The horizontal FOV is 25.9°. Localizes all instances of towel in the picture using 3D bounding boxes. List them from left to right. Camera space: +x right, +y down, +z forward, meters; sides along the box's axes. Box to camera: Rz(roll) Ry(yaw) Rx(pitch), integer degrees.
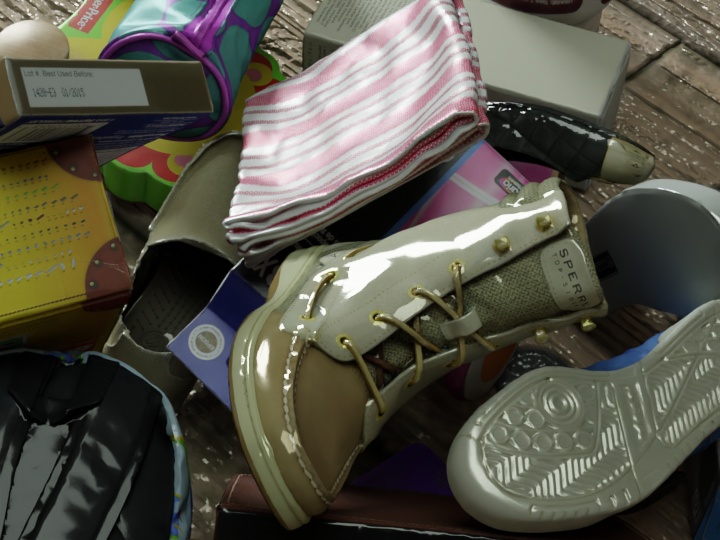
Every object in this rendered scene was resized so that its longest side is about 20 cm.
[{"bbox_3d":[-0.004,-0.088,0.835,0.145,0.030,0.201,-28,26,14],"label":"towel"}]

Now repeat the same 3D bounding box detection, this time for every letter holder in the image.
[{"bbox_3d":[0.029,0.159,0.734,0.197,0.142,0.102,6,90,-2],"label":"letter holder"}]

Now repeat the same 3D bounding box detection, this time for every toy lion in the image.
[{"bbox_3d":[-0.123,-0.126,1.007,0.190,0.069,0.201,21,50,6],"label":"toy lion"}]

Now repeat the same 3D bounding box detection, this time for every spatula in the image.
[{"bbox_3d":[0.077,0.096,0.839,0.199,0.021,0.057,-27,67,-27],"label":"spatula"}]

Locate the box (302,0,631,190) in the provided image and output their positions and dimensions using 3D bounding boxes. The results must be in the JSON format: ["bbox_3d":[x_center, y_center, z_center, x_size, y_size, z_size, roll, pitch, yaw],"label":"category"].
[{"bbox_3d":[0.066,-0.125,1.006,0.198,0.069,0.083,19,50,13],"label":"box"}]

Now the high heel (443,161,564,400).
[{"bbox_3d":[0.053,-0.009,0.905,0.095,0.068,0.201,10,51,15],"label":"high heel"}]

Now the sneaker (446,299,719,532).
[{"bbox_3d":[0.105,0.086,0.745,0.199,0.111,0.077,-25,72,-36],"label":"sneaker"}]

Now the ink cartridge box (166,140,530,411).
[{"bbox_3d":[0.000,0.000,0.825,0.095,0.037,0.200,43,72,5],"label":"ink cartridge box"}]

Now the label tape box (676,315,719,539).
[{"bbox_3d":[0.251,0.055,0.858,0.142,0.064,0.202,5,48,1],"label":"label tape box"}]

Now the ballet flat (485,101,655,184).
[{"bbox_3d":[0.070,-0.068,0.900,0.197,0.066,0.058,9,83,17],"label":"ballet flat"}]

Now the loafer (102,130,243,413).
[{"bbox_3d":[-0.086,-0.004,0.874,0.075,0.068,0.202,27,57,-7],"label":"loafer"}]

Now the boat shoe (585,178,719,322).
[{"bbox_3d":[0.162,-0.017,0.840,0.063,0.200,0.071,-26,93,-17],"label":"boat shoe"}]

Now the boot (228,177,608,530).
[{"bbox_3d":[0.030,0.027,0.686,0.153,0.073,0.200,-17,22,16],"label":"boot"}]

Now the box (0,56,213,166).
[{"bbox_3d":[-0.181,-0.054,0.752,0.121,0.199,0.033,-9,80,-52],"label":"box"}]

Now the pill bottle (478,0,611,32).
[{"bbox_3d":[0.121,-0.233,1.016,0.113,0.201,0.115,2,47,-2],"label":"pill bottle"}]

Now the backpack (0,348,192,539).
[{"bbox_3d":[-0.149,0.134,0.701,0.161,0.154,0.203,8,79,3],"label":"backpack"}]

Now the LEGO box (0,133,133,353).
[{"bbox_3d":[-0.216,0.016,0.727,0.198,0.149,0.078,-15,80,-19],"label":"LEGO box"}]

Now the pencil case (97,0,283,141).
[{"bbox_3d":[-0.088,-0.167,0.956,0.085,0.092,0.201,35,46,-15],"label":"pencil case"}]
